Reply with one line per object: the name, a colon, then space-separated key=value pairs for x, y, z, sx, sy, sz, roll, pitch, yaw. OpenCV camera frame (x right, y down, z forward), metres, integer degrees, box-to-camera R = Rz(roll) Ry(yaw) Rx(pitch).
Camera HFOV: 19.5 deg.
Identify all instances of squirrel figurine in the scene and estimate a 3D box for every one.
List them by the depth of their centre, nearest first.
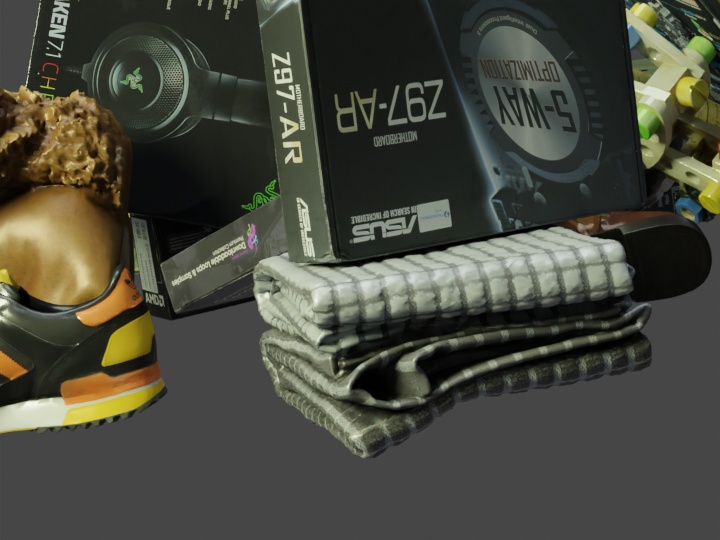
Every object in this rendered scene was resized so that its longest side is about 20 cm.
squirrel figurine: x=-0.233 y=-0.023 z=1.256 sx=0.186 sy=0.200 sz=0.142 roll=4 pitch=16 yaw=0

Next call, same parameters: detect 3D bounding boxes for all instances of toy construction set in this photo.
toy construction set: x=0.226 y=-0.067 z=1.268 sx=0.092 sy=0.131 sz=0.200 roll=-36 pitch=56 yaw=-13

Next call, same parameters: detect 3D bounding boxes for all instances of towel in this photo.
towel: x=0.042 y=0.028 z=1.059 sx=0.165 sy=0.086 sz=0.200 roll=-9 pitch=7 yaw=-12

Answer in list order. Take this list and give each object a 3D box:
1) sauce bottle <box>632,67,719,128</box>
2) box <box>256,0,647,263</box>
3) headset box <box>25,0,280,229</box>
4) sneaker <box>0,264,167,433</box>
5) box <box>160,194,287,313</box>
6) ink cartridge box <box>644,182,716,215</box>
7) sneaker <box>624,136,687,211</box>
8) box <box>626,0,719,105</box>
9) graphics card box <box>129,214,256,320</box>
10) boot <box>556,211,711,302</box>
sauce bottle: x=0.232 y=-0.092 z=1.471 sx=0.200 sy=0.065 sz=0.065 roll=20 pitch=2 yaw=-15
box: x=0.048 y=-0.097 z=1.059 sx=0.200 sy=0.161 sz=0.043 roll=-10 pitch=6 yaw=-32
headset box: x=-0.114 y=-0.118 z=1.359 sx=0.200 sy=0.175 sz=0.093 roll=11 pitch=2 yaw=-8
sneaker: x=-0.210 y=0.046 z=1.154 sx=0.200 sy=0.090 sz=0.070 roll=-8 pitch=9 yaw=0
box: x=0.002 y=-0.028 z=1.216 sx=0.200 sy=0.036 sz=0.143 roll=-15 pitch=-8 yaw=-44
ink cartridge box: x=0.205 y=-0.057 z=1.568 sx=0.200 sy=0.039 sz=0.099 roll=-9 pitch=10 yaw=3
sneaker: x=0.132 y=-0.058 z=1.399 sx=0.200 sy=0.074 sz=0.080 roll=-33 pitch=-20 yaw=37
box: x=0.222 y=-0.161 z=1.334 sx=0.046 sy=0.159 sz=0.200 roll=-44 pitch=26 yaw=0
graphics card box: x=-0.102 y=-0.075 z=1.461 sx=0.125 sy=0.200 sz=0.051 roll=-15 pitch=10 yaw=-27
boot: x=0.114 y=-0.015 z=1.307 sx=0.188 sy=0.069 sz=0.200 roll=-12 pitch=7 yaw=0
